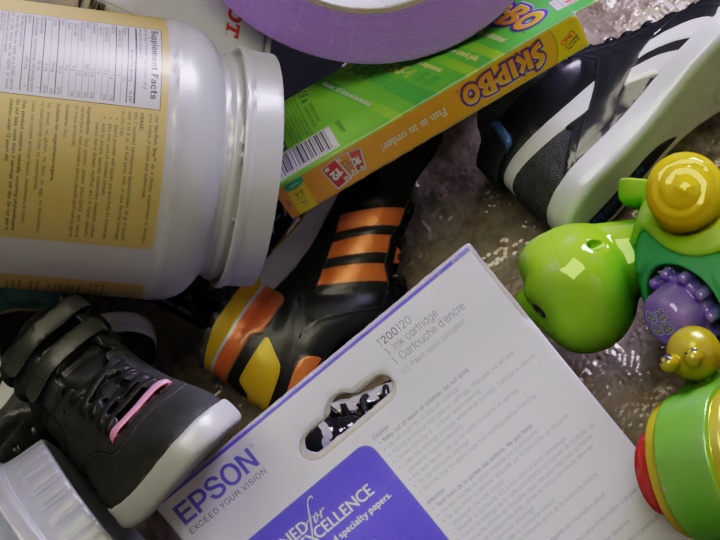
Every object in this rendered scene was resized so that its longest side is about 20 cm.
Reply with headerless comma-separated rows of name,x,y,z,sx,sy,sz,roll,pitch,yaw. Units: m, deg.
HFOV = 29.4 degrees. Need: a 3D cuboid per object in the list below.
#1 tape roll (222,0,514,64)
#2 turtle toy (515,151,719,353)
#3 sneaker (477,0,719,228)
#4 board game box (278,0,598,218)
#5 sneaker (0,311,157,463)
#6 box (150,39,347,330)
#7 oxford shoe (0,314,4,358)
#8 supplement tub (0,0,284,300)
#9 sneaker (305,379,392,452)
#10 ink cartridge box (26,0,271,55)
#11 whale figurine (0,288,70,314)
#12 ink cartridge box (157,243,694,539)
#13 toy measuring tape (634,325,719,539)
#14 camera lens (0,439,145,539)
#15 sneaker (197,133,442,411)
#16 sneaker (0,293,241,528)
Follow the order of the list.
tape roll,0.003,-0.210,0.712,0.200,0.200,0.066,-6,35,12
turtle toy,0.177,0.005,0.690,0.200,0.146,0.101,11,86,21
sneaker,0.146,-0.121,0.785,0.200,0.073,0.112,-44,61,-10
board game box,0.034,-0.106,0.756,0.200,0.030,0.096,-32,31,3
sneaker,-0.187,0.113,0.760,0.200,0.073,0.112,-28,61,8
box,-0.103,-0.080,0.856,0.160,0.044,0.200,26,71,27
oxford shoe,-0.246,-0.001,0.843,0.075,0.071,0.200,-2,50,-11
supplement tub,-0.148,-0.061,0.691,0.200,0.145,0.146,5,59,-15
sneaker,-0.001,0.096,0.704,0.200,0.088,0.076,-32,57,-6
ink cartridge box,-0.153,-0.183,0.781,0.086,0.200,0.147,-39,37,44
whale figurine,-0.220,-0.067,0.787,0.159,0.104,0.200,-11,60,-5
ink cartridge box,0.039,0.125,0.655,0.198,0.043,0.200,-38,88,-8
toy measuring tape,0.169,0.123,0.611,0.073,0.074,0.200,-15,83,7
camera lens,-0.182,0.200,0.651,0.200,0.160,0.160,-41,59,-10
sneaker,0.000,0.000,0.779,0.090,0.070,0.200,37,72,9
sneaker,-0.122,0.060,0.647,0.071,0.200,0.099,-43,99,-18
